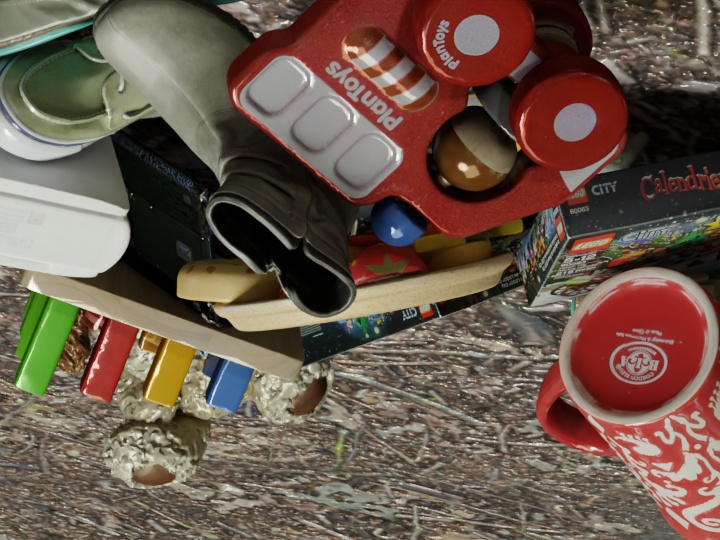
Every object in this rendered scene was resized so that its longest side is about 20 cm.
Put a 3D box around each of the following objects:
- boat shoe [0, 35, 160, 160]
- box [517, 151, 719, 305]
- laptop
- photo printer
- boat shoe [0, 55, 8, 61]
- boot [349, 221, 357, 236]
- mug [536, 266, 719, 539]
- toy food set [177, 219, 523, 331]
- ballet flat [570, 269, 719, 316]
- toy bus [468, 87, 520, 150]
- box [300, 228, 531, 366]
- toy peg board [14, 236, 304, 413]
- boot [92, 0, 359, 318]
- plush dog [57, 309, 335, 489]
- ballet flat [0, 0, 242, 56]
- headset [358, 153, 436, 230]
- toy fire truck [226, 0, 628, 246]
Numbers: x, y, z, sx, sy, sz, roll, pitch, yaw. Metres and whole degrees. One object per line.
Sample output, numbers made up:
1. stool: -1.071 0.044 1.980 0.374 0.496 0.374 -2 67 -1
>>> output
1. boat shoe: -0.155 -0.120 1.651 0.062 0.072 0.200 -32 176 36
2. box: 0.209 -0.033 1.711 0.200 0.038 0.137 -11 164 -10
3. laptop: -0.129 -0.049 1.857 0.177 0.103 0.200 33 145 29
4. photo printer: -0.238 -0.089 1.685 0.166 0.200 0.069 12 125 -26
5. boat shoe: -0.247 -0.188 1.595 0.076 0.060 0.200 -32 158 -15
6. boot: -0.032 -0.058 1.797 0.073 0.090 0.200 4 158 13
7. mug: 0.196 0.095 1.747 0.177 0.134 0.200 -25 147 16
8. toy food set: 0.000 0.000 1.708 0.198 0.049 0.200 -12 -177 -43
9. ballet flat: 0.224 0.013 1.826 0.065 0.071 0.200 -3 -173 43
10. toy bus: 0.078 -0.111 1.655 0.078 0.065 0.200 -3 156 34
11. box: 0.042 0.019 1.934 0.136 0.038 0.200 -19 179 -37
12. toy peg board: -0.154 0.037 1.914 0.199 0.098 0.200 20 -163 -11
13. boot: -0.071 -0.069 1.521 0.200 0.131 0.068 39 117 -19
14. plush dog: -0.141 0.047 2.093 0.200 0.161 0.172 -26 132 12
15. ballet flat: -0.152 -0.173 1.586 0.200 0.064 0.067 -11 -168 20
16. headset: 0.000 -0.074 1.696 0.094 0.124 0.200 -39 155 25
17. toy fire truck: 0.045 -0.098 1.511 0.168 0.112 0.200 -40 122 15
